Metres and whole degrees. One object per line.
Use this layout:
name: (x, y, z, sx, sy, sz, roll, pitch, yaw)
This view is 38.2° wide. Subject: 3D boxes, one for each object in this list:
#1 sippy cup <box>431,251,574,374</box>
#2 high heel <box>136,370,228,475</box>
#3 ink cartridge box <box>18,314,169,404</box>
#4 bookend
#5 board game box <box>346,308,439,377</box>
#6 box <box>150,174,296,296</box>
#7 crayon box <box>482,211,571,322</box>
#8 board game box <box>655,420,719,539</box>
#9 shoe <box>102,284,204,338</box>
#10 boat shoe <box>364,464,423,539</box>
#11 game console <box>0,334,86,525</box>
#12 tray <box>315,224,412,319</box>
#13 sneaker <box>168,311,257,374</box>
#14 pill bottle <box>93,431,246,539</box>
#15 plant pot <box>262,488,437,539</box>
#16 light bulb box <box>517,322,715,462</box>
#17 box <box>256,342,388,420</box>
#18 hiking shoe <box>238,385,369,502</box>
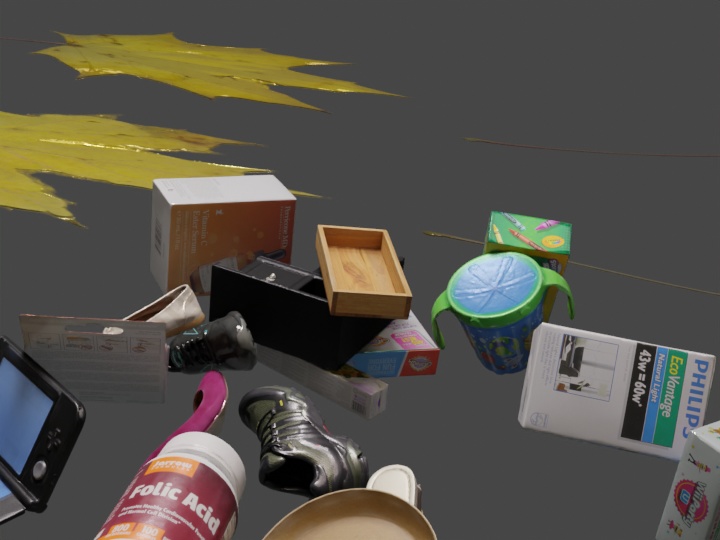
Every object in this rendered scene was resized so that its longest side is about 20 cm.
sippy cup: (0.197, 0.067, 1.434, 0.176, 0.132, 0.140, 12, 47, 36)
high heel: (-0.202, 0.177, 1.189, 0.094, 0.068, 0.201, 8, 35, -12)
ink cartridge box: (-0.301, 0.090, 1.198, 0.160, 0.201, 0.058, 3, 52, -10)
bookend: (-0.069, 0.029, 1.412, 0.196, 0.094, 0.200, 17, 25, 22)
board game box: (0.007, 0.084, 1.477, 0.150, 0.041, 0.200, -1, 26, -18)
box: (-0.210, -0.054, 1.580, 0.197, 0.155, 0.106, -5, 26, -24)
crayon box: (0.233, 0.005, 1.526, 0.117, 0.201, 0.059, 9, 54, 4)
board game box: (0.431, 0.230, 1.149, 0.198, 0.150, 0.064, -10, 31, -34)
shoe: (-0.297, 0.078, 1.351, 0.198, 0.054, 0.070, -27, 30, -30)
boat shoe: (0.027, 0.286, 1.001, 0.071, 0.060, 0.202, -8, 40, 17)
game console: (-0.409, 0.172, 1.085, 0.199, 0.178, 0.116, 29, 4, 38)
tray: (0.000, 0.000, 1.337, 0.097, 0.038, 0.201, 4, 24, -10)
sneaker: (-0.188, 0.103, 1.293, 0.078, 0.076, 0.199, -21, 0, -27)
pill bottle: (-0.179, 0.246, 0.978, 0.112, 0.116, 0.200, 10, 25, 7)
plant pot: (-0.018, 0.290, 0.948, 0.197, 0.028, 0.202, -16, 38, 12)
light bulb box: (0.298, 0.144, 1.242, 0.197, 0.127, 0.198, 11, -4, 9)
box: (-0.053, 0.133, 1.354, 0.198, 0.042, 0.038, 23, 27, 32)
hiking shoe: (-0.084, 0.195, 1.165, 0.199, 0.077, 0.100, 29, 28, 37)
